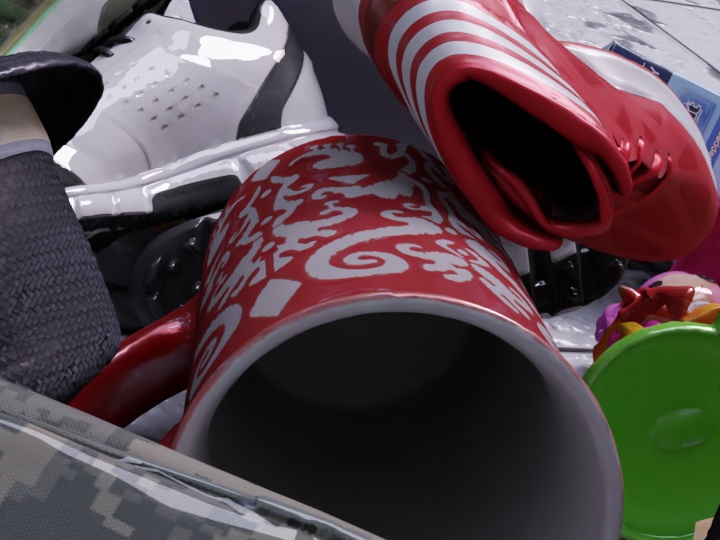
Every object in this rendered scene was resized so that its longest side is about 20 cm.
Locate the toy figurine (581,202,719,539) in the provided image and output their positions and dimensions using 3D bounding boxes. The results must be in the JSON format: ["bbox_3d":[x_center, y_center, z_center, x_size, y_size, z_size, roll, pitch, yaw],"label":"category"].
[{"bbox_3d":[0.154,0.032,0.946,0.199,0.151,0.184,-12,14,-8],"label":"toy figurine"}]

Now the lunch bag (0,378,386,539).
[{"bbox_3d":[-0.047,0.132,0.463,0.199,0.168,0.139,23,-19,7],"label":"lunch bag"}]

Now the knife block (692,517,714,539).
[{"bbox_3d":[0.220,0.124,0.741,0.199,0.064,0.175,-9,23,-31],"label":"knife block"}]

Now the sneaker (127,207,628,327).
[{"bbox_3d":[0.000,0.000,0.938,0.199,0.067,0.090,-8,4,-21],"label":"sneaker"}]

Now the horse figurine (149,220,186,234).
[{"bbox_3d":[-0.055,-0.044,1.008,0.199,0.050,0.132,6,21,-40],"label":"horse figurine"}]

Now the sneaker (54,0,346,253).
[{"bbox_3d":[-0.096,-0.050,0.899,0.199,0.080,0.074,-16,-5,-38],"label":"sneaker"}]

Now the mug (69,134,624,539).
[{"bbox_3d":[-0.016,0.029,0.768,0.176,0.134,0.200,17,19,-9],"label":"mug"}]

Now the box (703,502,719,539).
[{"bbox_3d":[0.152,0.103,0.624,0.086,0.201,0.164,13,22,-12],"label":"box"}]

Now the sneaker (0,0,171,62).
[{"bbox_3d":[-0.157,-0.093,0.914,0.200,0.077,0.089,-38,85,-27],"label":"sneaker"}]

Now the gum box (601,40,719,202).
[{"bbox_3d":[0.190,-0.041,1.104,0.199,0.045,0.170,26,4,1],"label":"gum box"}]

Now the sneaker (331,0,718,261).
[{"bbox_3d":[0.071,-0.030,0.829,0.200,0.078,0.116,31,27,-39],"label":"sneaker"}]

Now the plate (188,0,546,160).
[{"bbox_3d":[0.008,-0.096,1.025,0.199,0.200,0.032,28,67,24],"label":"plate"}]

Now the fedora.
[{"bbox_3d":[-0.140,0.024,0.684,0.092,0.200,0.200,56,30,4],"label":"fedora"}]
